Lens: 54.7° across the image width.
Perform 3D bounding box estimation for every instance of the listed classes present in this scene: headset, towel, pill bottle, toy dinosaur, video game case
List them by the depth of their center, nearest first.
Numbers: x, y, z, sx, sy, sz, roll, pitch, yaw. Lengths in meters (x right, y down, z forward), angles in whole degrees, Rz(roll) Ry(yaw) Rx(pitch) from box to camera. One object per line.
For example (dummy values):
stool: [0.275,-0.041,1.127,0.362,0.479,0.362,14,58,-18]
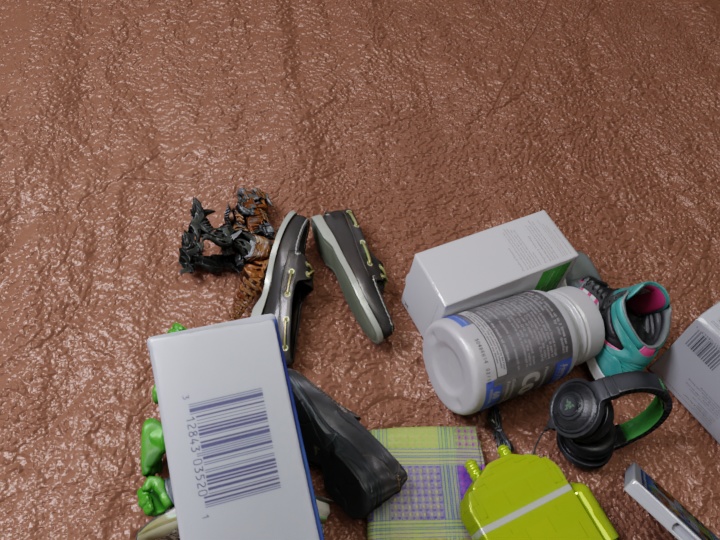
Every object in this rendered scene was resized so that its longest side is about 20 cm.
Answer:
video game case: [0.358,0.285,0.717,0.200,0.143,0.018,44,99,21]
towel: [0.075,0.267,0.752,0.142,0.023,0.201,0,54,-6]
headset: [0.248,0.165,0.796,0.199,0.124,0.094,-22,45,7]
pill bottle: [0.185,0.089,0.830,0.198,0.114,0.114,-15,58,-24]
toy dinosaur: [-0.157,-0.034,0.894,0.135,0.103,0.201,11,30,-20]

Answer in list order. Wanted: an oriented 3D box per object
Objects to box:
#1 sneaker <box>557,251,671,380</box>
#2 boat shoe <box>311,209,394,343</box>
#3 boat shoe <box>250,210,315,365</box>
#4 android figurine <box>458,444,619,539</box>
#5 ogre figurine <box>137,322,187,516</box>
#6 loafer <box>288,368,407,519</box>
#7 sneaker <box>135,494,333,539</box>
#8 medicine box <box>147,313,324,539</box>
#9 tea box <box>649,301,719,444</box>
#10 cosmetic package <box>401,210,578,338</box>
sneaker: [0.321,0.037,0.876,0.083,0.121,0.201,6,54,-25]
boat shoe: [0.000,0.000,0.891,0.060,0.072,0.202,-20,59,-15]
boat shoe: [-0.088,0.021,0.865,0.060,0.072,0.203,10,67,8]
android figurine: [0.181,0.277,0.722,0.181,0.041,0.201,-18,59,-25]
ogre figurine: [-0.167,0.158,0.752,0.119,0.099,0.201,0,43,6]
loafer: [-0.030,0.182,0.772,0.072,0.073,0.200,-11,46,-40]
sneaker: [-0.123,0.274,0.694,0.198,0.077,0.089,-3,64,-7]
medicine box: [-0.110,0.155,0.597,0.102,0.200,0.184,-11,75,-14]
tea box: [0.510,0.122,0.843,0.196,0.134,0.200,-26,62,-24]
cosmetic package: [0.162,0.009,0.892,0.199,0.108,0.085,-21,61,-19]
